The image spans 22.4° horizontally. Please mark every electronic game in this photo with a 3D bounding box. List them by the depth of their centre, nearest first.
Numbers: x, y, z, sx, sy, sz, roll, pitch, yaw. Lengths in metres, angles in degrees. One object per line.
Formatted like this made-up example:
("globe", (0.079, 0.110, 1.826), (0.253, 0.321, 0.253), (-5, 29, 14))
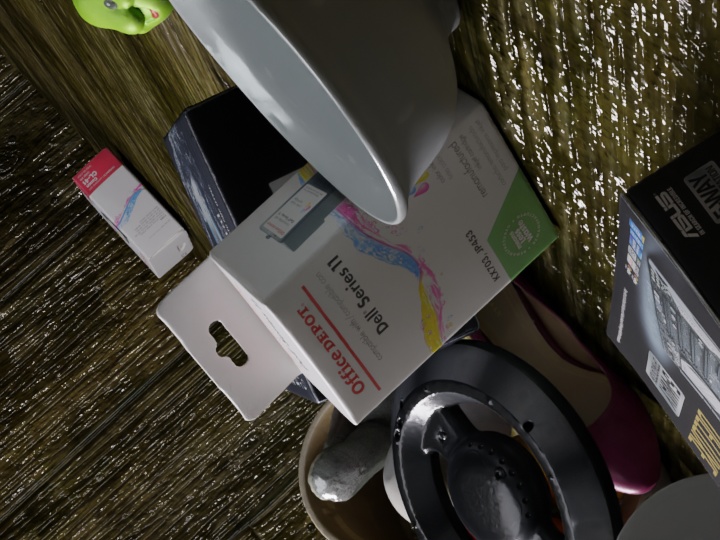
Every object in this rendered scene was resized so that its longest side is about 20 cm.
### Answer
("electronic game", (0.088, 0.138, 1.138), (0.200, 0.042, 0.201), (29, 130, 42))

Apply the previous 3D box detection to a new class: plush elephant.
("plush elephant", (-0.005, 0.057, 1.397), (0.155, 0.165, 0.200), (35, -164, 14))

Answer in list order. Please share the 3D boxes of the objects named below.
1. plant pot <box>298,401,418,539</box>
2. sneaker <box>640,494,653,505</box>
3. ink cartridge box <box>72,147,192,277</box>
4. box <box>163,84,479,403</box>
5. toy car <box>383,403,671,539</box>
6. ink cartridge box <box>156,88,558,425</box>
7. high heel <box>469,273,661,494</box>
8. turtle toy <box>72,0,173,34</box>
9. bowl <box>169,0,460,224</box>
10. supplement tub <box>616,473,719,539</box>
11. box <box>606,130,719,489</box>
("plant pot", (0.062, 0.227, 1.951), (0.200, 0.201, 0.183), (43, -178, 32))
("sneaker", (0.248, 0.231, 1.221), (0.200, 0.074, 0.087), (50, 164, -7))
("ink cartridge box", (-0.388, -0.098, 3.108), (0.200, 0.086, 0.148), (48, 173, 11))
("box", (-0.032, -0.029, 1.178), (0.197, 0.117, 0.200), (65, 171, -3))
("toy car", (0.109, 0.183, 1.275), (0.174, 0.151, 0.200), (18, 163, -14))
("ink cartridge box", (0.000, 0.000, 0.994), (0.067, 0.200, 0.117), (39, 169, 48))
("high heel", (0.113, 0.059, 1.149), (0.200, 0.067, 0.096), (47, -176, 32))
("turtle toy", (-0.185, -0.238, 1.203), (0.200, 0.101, 0.146), (45, 172, 23))
("bowl", (-0.016, -0.125, 0.870), (0.201, 0.090, 0.201), (46, 173, 7))
("supplement tub", (0.217, 0.209, 1.050), (0.145, 0.145, 0.200), (43, 171, 30))
("box", (0.170, 0.049, 0.765), (0.158, 0.050, 0.200), (57, 175, 17))
